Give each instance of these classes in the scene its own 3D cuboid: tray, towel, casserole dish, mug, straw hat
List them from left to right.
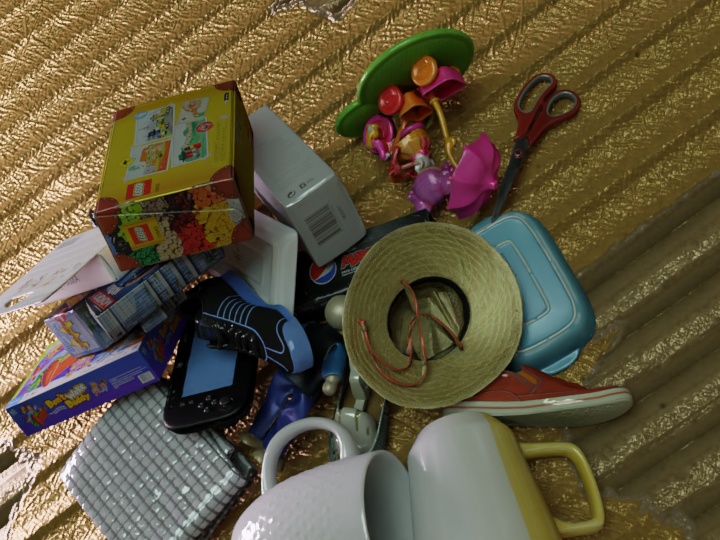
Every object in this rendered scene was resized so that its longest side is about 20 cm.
[{"bbox_3d":[-0.226,0.234,1.163,0.199,0.086,0.166,38,85,29],"label":"towel"},{"bbox_3d":[-0.134,-0.019,1.185,0.199,0.022,0.109,27,117,50],"label":"tray"},{"bbox_3d":[-0.042,0.252,1.048,0.173,0.147,0.203,-19,70,23],"label":"mug"},{"bbox_3d":[0.069,0.055,1.093,0.197,0.085,0.205,1,74,-5],"label":"straw hat"},{"bbox_3d":[0.127,0.231,1.020,0.149,0.184,0.155,-45,45,38],"label":"mug"},{"bbox_3d":[0.173,0.018,1.118,0.120,0.039,0.202,-30,62,7],"label":"casserole dish"}]

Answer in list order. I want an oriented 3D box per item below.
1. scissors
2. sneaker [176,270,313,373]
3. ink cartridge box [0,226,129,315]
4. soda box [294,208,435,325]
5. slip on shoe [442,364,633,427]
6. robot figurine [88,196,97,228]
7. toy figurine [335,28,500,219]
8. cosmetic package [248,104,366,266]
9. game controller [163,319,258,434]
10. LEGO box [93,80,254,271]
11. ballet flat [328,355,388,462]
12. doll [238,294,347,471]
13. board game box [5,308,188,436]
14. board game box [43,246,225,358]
[{"bbox_3d":[0.180,-0.145,1.174,0.073,0.014,0.201,31,75,22],"label":"scissors"},{"bbox_3d":[-0.129,0.066,1.115,0.077,0.071,0.199,-26,34,-26],"label":"sneaker"},{"bbox_3d":[-0.332,0.010,1.155,0.198,0.044,0.174,-14,28,45],"label":"ink cartridge box"},{"bbox_3d":[0.000,0.000,1.175,0.197,0.063,0.072,-18,64,13],"label":"soda box"},{"bbox_3d":[0.181,0.127,1.058,0.197,0.074,0.062,-4,66,24],"label":"slip on shoe"},{"bbox_3d":[-0.292,-0.044,1.303,0.143,0.058,0.203,-7,69,17],"label":"robot figurine"},{"bbox_3d":[0.078,-0.140,1.170,0.199,0.149,0.186,-35,67,30],"label":"toy figurine"},{"bbox_3d":[-0.079,-0.102,1.184,0.074,0.102,0.200,-33,43,-6],"label":"cosmetic package"},{"bbox_3d":[-0.165,0.104,1.163,0.102,0.043,0.201,-8,37,7],"label":"game controller"},{"bbox_3d":[-0.193,-0.106,1.094,0.146,0.078,0.202,-13,40,5],"label":"LEGO box"},{"bbox_3d":[-0.002,0.143,1.119,0.071,0.072,0.204,5,73,22],"label":"ballet flat"},{"bbox_3d":[-0.066,0.114,1.139,0.202,0.048,0.136,-59,39,6],"label":"doll"},{"bbox_3d":[-0.306,0.106,1.203,0.198,0.045,0.135,-24,24,20],"label":"board game box"},{"bbox_3d":[-0.253,0.026,1.147,0.199,0.062,0.200,-40,20,-12],"label":"board game box"}]
